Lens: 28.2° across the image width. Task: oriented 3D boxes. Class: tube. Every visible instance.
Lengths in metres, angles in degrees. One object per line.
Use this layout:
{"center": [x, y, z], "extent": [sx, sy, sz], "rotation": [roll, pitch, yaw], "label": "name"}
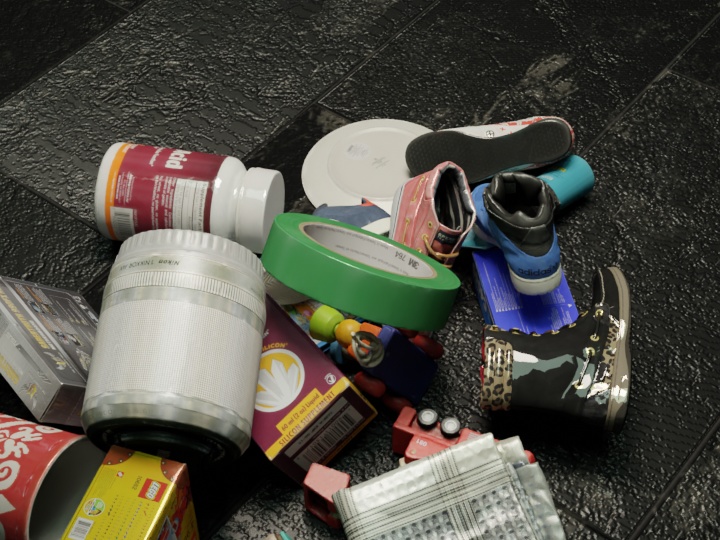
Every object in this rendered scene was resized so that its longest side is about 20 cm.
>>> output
{"center": [0.188, -0.069, 1.663], "extent": [0.199, 0.051, 0.077], "rotation": [-32, 15, -29], "label": "tube"}

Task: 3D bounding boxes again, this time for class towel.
{"center": [0.096, 0.260, 1.331], "extent": [0.199, 0.035, 0.194], "rotation": [-17, 65, -11], "label": "towel"}

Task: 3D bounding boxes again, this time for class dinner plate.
{"center": [0.027, -0.125, 1.748], "extent": [0.198, 0.024, 0.201], "rotation": [-1, 45, 1], "label": "dinner plate"}

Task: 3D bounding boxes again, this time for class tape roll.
{"center": [0.000, 0.000, 1.438], "extent": [0.199, 0.048, 0.201], "rotation": [19, 13, -4], "label": "tape roll"}

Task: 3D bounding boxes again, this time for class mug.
{"center": [-0.371, 0.209, 1.371], "extent": [0.199, 0.134, 0.178], "rotation": [16, 47, 21], "label": "mug"}

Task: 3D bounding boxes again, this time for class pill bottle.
{"center": [-0.195, -0.080, 1.648], "extent": [0.198, 0.115, 0.115], "rotation": [8, 47, 9], "label": "pill bottle"}

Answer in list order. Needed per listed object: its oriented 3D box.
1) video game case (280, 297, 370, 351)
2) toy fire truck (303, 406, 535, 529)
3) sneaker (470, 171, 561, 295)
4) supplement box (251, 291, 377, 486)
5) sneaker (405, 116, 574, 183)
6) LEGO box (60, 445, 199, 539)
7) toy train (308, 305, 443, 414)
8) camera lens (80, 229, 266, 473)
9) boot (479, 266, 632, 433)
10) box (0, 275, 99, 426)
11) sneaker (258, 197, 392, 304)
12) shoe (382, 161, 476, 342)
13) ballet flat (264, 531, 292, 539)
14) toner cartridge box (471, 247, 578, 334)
{"center": [-0.070, 0.037, 1.599], "extent": [0.199, 0.018, 0.143], "rotation": [-31, 53, -25], "label": "video game case"}
{"center": [0.059, 0.208, 1.409], "extent": [0.199, 0.049, 0.141], "rotation": [19, 51, 17], "label": "toy fire truck"}
{"center": [0.162, -0.071, 1.538], "extent": [0.076, 0.112, 0.200], "rotation": [-12, 34, -5], "label": "sneaker"}
{"center": [-0.091, 0.106, 1.462], "extent": [0.110, 0.086, 0.200], "rotation": [-43, 56, -3], "label": "supplement box"}
{"center": [0.160, -0.145, 1.727], "extent": [0.200, 0.068, 0.108], "rotation": [-9, 3, 14], "label": "sneaker"}
{"center": [-0.220, 0.284, 1.277], "extent": [0.077, 0.150, 0.201], "rotation": [12, 48, 13], "label": "LEGO box"}
{"center": [-0.006, 0.068, 1.450], "extent": [0.115, 0.200, 0.085], "rotation": [26, 82, 32], "label": "toy train"}
{"center": [-0.174, 0.082, 1.362], "extent": [0.159, 0.160, 0.201], "rotation": [4, 66, 5], "label": "camera lens"}
{"center": [0.199, 0.073, 1.461], "extent": [0.149, 0.073, 0.201], "rotation": [4, 52, 4], "label": "boot"}
{"center": [-0.309, 0.085, 1.475], "extent": [0.200, 0.048, 0.158], "rotation": [42, 16, 33], "label": "box"}
{"center": [-0.052, -0.028, 1.600], "extent": [0.199, 0.075, 0.085], "rotation": [-19, 49, -30], "label": "sneaker"}
{"center": [0.072, -0.017, 1.548], "extent": [0.071, 0.091, 0.202], "rotation": [14, 69, -24], "label": "shoe"}
{"center": [-0.041, 0.325, 1.301], "extent": [0.067, 0.068, 0.200], "rotation": [-40, 49, -8], "label": "ballet flat"}
{"center": [0.187, 0.057, 1.553], "extent": [0.094, 0.043, 0.201], "rotation": [-8, 46, -4], "label": "toner cartridge box"}
